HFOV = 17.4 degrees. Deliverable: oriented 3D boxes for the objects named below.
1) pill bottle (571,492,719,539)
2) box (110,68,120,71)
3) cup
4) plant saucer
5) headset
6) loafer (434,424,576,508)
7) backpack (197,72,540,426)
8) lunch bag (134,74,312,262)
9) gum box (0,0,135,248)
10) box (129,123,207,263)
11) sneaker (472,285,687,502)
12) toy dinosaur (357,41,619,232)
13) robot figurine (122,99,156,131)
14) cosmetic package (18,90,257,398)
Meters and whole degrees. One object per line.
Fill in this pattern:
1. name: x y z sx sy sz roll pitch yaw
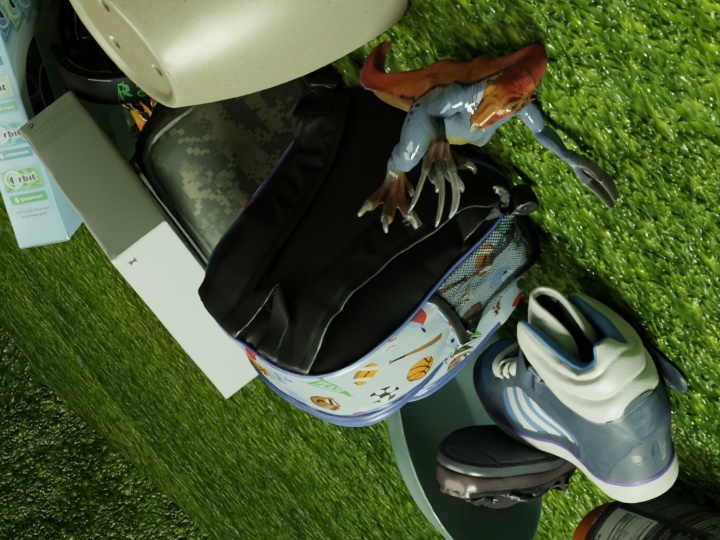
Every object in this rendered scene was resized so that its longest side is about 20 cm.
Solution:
1. pill bottle: 0.218 0.210 1.607 0.106 0.106 0.200 52 167 -18
2. box: -0.251 -0.246 1.862 0.200 0.021 0.164 31 139 54
3. cup: -0.090 -0.181 1.388 0.200 0.143 0.200 44 165 14
4. plant saucer: 0.065 0.116 1.669 0.039 0.202 0.201 -17 123 30
5. headset: -0.172 -0.196 1.670 0.200 0.123 0.094 -121 9 -51
6. loafer: 0.109 0.141 1.624 0.072 0.063 0.200 18 -165 26
7. backpack: 0.000 0.000 1.512 0.200 0.190 0.154 35 162 39
8. lunch bag: -0.063 -0.061 1.680 0.200 0.139 0.168 52 -177 -15
9. gum box: -0.235 -0.143 1.723 0.170 0.044 0.201 -63 -40 -62
10. box: -0.151 -0.050 2.089 0.158 0.051 0.200 53 175 -16
11. sneaker: 0.128 0.052 1.529 0.200 0.080 0.147 37 155 51
12. toy dinosaur: 0.050 -0.093 1.334 0.200 0.105 0.182 56 149 20
13. robot figurine: -0.142 -0.117 1.911 0.200 0.058 0.145 53 165 -23
14. cosmetic package: -0.149 -0.016 1.657 0.151 0.052 0.200 54 179 36
